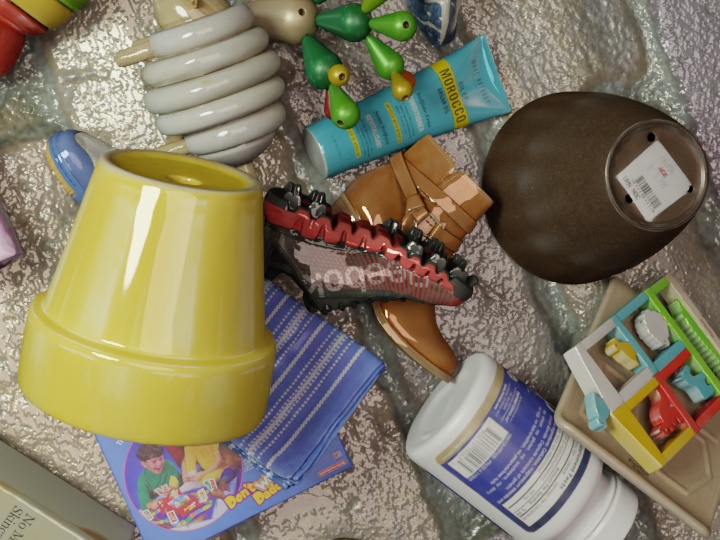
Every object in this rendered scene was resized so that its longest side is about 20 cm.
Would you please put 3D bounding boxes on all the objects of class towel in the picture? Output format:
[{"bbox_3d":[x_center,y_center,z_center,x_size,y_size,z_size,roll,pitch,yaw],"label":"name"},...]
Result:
[{"bbox_3d":[-0.094,0.082,1.117,0.199,0.024,0.145,34,70,15],"label":"towel"}]

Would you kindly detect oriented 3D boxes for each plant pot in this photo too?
[{"bbox_3d":[-0.156,0.012,0.995,0.199,0.201,0.190,10,105,-11],"label":"plant pot"},{"bbox_3d":[0.226,-0.078,1.136,0.186,0.200,0.188,0,91,-11],"label":"plant pot"}]

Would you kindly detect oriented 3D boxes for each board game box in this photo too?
[{"bbox_3d":[-0.125,0.159,1.151,0.199,0.045,0.135,-24,95,-10],"label":"board game box"}]

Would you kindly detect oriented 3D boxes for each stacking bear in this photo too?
[{"bbox_3d":[-0.291,-0.253,1.088,0.114,0.121,0.200,38,93,-2],"label":"stacking bear"}]

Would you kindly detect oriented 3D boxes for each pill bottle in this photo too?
[{"bbox_3d":[0.152,0.181,1.166,0.200,0.120,0.120,39,84,-9],"label":"pill bottle"}]

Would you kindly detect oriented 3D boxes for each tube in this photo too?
[{"bbox_3d":[0.044,-0.147,1.183,0.199,0.050,0.078,-25,110,-14],"label":"tube"}]

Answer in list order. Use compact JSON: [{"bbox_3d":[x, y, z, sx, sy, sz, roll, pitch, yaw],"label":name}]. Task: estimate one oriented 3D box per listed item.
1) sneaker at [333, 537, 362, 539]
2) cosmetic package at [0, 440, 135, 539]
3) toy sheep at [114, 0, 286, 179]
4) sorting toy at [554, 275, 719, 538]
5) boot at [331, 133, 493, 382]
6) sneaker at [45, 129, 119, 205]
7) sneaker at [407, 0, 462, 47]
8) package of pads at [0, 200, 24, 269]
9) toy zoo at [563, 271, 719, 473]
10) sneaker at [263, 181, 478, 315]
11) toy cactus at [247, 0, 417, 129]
[{"bbox_3d":[0.048,0.327,1.174,0.199,0.070,0.109,24,84,-13],"label":"sneaker"},{"bbox_3d":[-0.307,0.221,1.092,0.199,0.071,0.105,34,103,-9],"label":"cosmetic package"},{"bbox_3d":[-0.130,-0.159,1.108,0.137,0.138,0.201,-23,109,-10],"label":"toy sheep"},{"bbox_3d":[0.276,0.127,1.191,0.185,0.036,0.200,37,51,-9],"label":"sorting toy"},{"bbox_3d":[0.065,-0.012,1.164,0.154,0.074,0.200,-39,94,-1],"label":"boot"},{"bbox_3d":[-0.171,-0.073,1.086,0.200,0.076,0.088,33,124,-32],"label":"sneaker"},{"bbox_3d":[0.094,-0.298,1.144,0.085,0.077,0.201,-9,125,-20],"label":"sneaker"},{"bbox_3d":[-0.385,-0.077,1.084,0.120,0.076,0.201,-24,95,-7],"label":"package of pads"},{"bbox_3d":[0.267,0.097,1.164,0.200,0.020,0.132,-32,84,-40],"label":"toy zoo"},{"bbox_3d":[0.000,0.000,1.102,0.199,0.071,0.098,20,104,-4],"label":"sneaker"},{"bbox_3d":[-0.022,-0.226,1.137,0.164,0.102,0.202,7,91,23],"label":"toy cactus"}]
